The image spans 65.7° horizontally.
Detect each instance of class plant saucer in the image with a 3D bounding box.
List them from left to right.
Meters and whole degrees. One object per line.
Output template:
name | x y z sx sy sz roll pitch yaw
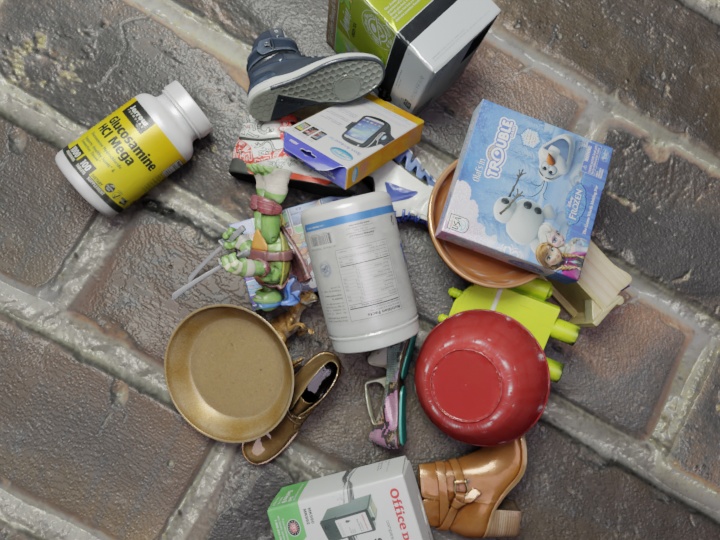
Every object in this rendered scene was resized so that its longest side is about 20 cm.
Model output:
plant saucer | -0.184 0.144 0.798 0.199 0.035 0.201 2 98 13
plant saucer | 0.190 -0.072 0.798 0.199 0.037 0.201 1 81 -6

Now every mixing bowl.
mixing bowl | 0.157 0.154 0.775 0.199 0.108 0.201 -2 86 21

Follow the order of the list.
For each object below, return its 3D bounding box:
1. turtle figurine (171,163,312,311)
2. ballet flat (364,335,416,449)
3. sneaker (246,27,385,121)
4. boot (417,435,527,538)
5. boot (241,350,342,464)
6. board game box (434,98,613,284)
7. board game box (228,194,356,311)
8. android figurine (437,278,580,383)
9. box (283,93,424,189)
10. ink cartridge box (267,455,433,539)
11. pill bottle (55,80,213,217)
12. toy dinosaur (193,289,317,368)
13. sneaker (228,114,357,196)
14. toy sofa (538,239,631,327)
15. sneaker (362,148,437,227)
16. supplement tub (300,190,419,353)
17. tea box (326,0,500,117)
turtle figurine | -0.165 -0.047 0.745 0.199 0.144 0.195 11 96 12
ballet flat | 0.042 0.164 0.840 0.071 0.069 0.201 6 85 14
sneaker | -0.073 -0.306 0.821 0.202 0.077 0.147 -13 53 1
boot | 0.163 0.295 0.835 0.154 0.074 0.201 6 79 1
boot | -0.102 0.201 0.812 0.074 0.075 0.200 41 84 -4
board game box | 0.226 -0.108 0.767 0.198 0.043 0.201 19 79 -2
board game box | -0.085 -0.031 0.851 0.199 0.034 0.136 -16 88 -7
android figurine | 0.217 0.089 0.844 0.199 0.041 0.183 20 100 16
box | -0.015 -0.186 0.792 0.119 0.042 0.200 34 53 23
ink cartridge box | -0.009 0.364 0.782 0.199 0.084 0.146 -18 86 7
pill bottle | -0.318 -0.178 0.801 0.200 0.112 0.113 -40 90 -7
toy dinosaur | -0.134 0.105 0.836 0.200 0.060 0.106 -34 79 6
sneaker | -0.093 -0.178 0.831 0.201 0.067 0.108 11 83 13
toy sofa | 0.311 -0.012 0.867 0.098 0.083 0.200 -44 91 -12
sneaker | 0.077 -0.096 0.859 0.199 0.081 0.115 44 86 6
supplement tub | 0.000 0.000 0.774 0.131 0.132 0.201 -14 96 -7
tea box | 0.064 -0.354 0.811 0.134 0.200 0.197 -43 89 -8
